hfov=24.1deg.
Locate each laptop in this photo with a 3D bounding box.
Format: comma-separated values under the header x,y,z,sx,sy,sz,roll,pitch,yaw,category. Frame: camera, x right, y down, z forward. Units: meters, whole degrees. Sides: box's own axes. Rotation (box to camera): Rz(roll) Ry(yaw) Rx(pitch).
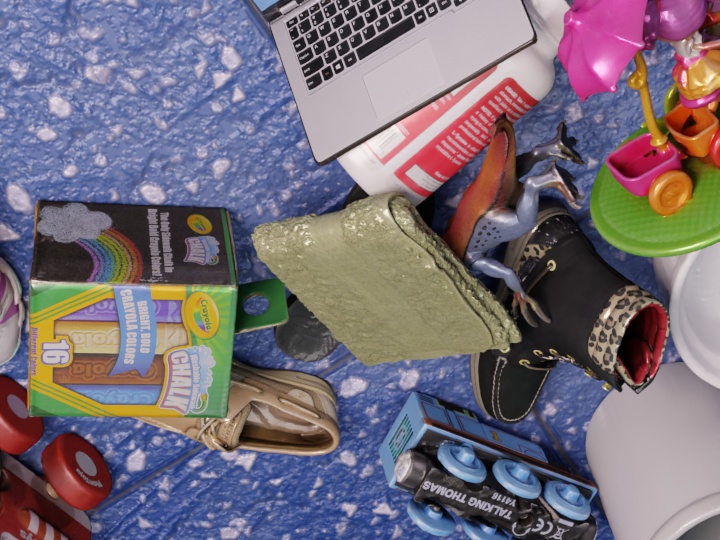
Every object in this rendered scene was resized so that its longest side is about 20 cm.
x,y,z,sx,sy,sz,roll,pitch,yaw,category
-0.009,-0.214,1.172,0.186,0.202,0.116,-28,156,21,laptop

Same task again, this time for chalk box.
x,y,z,sx,sy,sz,roll,pitch,yaw,category
-0.157,0.031,1.308,0.197,0.125,0.125,3,121,-10,chalk box

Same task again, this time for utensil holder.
x,y,z,sx,sy,sz,roll,pitch,yaw,category
0.293,0.200,1.444,0.168,0.201,0.172,-4,122,-6,utensil holder

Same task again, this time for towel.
x,y,z,sx,sy,sz,roll,pitch,yaw,category
0.020,0.012,1.295,0.147,0.037,0.200,-11,142,33,towel

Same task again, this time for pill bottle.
x,y,z,sx,sy,sz,roll,pitch,yaw,category
0.070,-0.145,1.245,0.200,0.113,0.112,-39,120,15,pill bottle

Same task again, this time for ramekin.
x,y,z,sx,sy,sz,roll,pitch,yaw,category
0.337,-0.005,1.385,0.198,0.098,0.202,-4,122,-7,ramekin

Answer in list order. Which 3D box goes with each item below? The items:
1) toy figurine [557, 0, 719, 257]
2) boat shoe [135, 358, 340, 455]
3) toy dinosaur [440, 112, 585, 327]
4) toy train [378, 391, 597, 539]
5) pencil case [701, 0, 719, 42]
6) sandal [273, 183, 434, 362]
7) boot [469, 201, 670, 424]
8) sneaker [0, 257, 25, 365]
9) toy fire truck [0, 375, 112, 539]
x,y,z,sx,sy,sz,roll,pitch,yaw,category
0.219,-0.141,1.173,0.199,0.150,0.185,-35,127,-2,toy figurine
-0.112,0.114,1.402,0.198,0.065,0.072,7,121,-14,boat shoe
0.088,-0.047,1.294,0.181,0.106,0.200,-29,133,28,toy dinosaur
0.113,0.183,1.454,0.198,0.115,0.087,21,114,-20,toy train
0.332,-0.197,1.274,0.197,0.087,0.083,-3,135,-6,pencil case
0.001,0.001,1.361,0.075,0.048,0.201,22,115,-22,sandal
0.166,0.067,1.362,0.073,0.154,0.206,-7,123,-32,boot
-0.305,0.017,1.263,0.077,0.140,0.202,-15,123,0,sneaker
-0.290,0.195,1.361,0.112,0.169,0.200,-38,120,14,toy fire truck
